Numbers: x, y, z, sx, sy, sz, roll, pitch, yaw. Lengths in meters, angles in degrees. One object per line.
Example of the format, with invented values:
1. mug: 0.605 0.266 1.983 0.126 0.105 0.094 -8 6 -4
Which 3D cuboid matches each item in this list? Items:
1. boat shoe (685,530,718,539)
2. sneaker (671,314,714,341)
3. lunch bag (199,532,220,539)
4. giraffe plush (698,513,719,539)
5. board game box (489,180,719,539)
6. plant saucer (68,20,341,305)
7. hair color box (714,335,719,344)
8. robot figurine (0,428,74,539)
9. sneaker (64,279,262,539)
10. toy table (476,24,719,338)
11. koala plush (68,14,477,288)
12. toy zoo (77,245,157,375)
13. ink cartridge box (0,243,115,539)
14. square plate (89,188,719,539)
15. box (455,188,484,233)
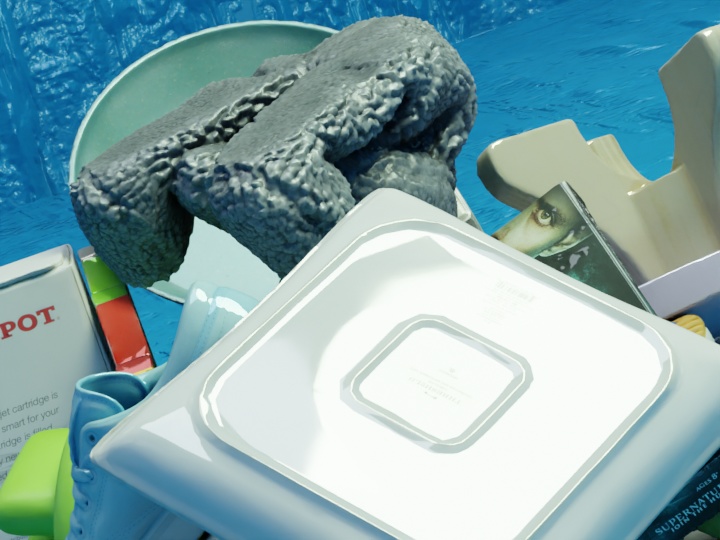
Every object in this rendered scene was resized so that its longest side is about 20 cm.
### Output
1. boat shoe: 0.133 0.119 1.329 0.074 0.063 0.200 -23 13 -33
2. sneaker: 0.134 0.095 1.435 0.075 0.088 0.200 -28 -10 -18
3. lunch bag: -0.049 0.162 1.216 0.161 0.077 0.200 -51 8 9
4. giraffe plush: 0.209 0.036 1.224 0.172 0.163 0.200 5 19 11
5. board game box: 0.073 0.060 1.251 0.135 0.028 0.200 -37 38 6
6. plant saucer: -0.054 -0.048 1.579 0.199 0.036 0.201 -2 52 2
7. hair color box: 0.190 0.047 1.590 0.109 0.065 0.200 -28 12 -37
8. robot figurine: -0.065 0.116 1.375 0.199 0.176 0.116 0 27 12
9. sneaker: -0.098 0.085 1.268 0.200 0.082 0.074 -51 2 16
10. toy table: 0.155 -0.031 1.452 0.199 0.118 0.184 -15 -15 -37
11. koala plush: 0.000 0.000 1.421 0.184 0.201 0.177 -36 21 -32
12. toy zoo: -0.100 0.093 1.537 0.020 0.132 0.200 -20 41 -4
13. ink cartridge box: -0.188 0.104 1.585 0.146 0.201 0.083 -19 10 -1
14. square plate: 0.029 0.052 1.164 0.199 0.029 0.198 27 51 26
15. box: 0.045 0.007 1.677 0.068 0.200 0.082 -33 55 0
